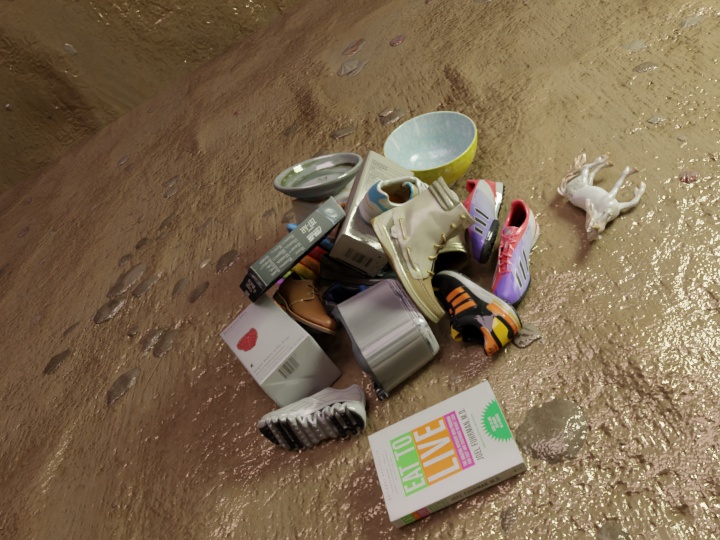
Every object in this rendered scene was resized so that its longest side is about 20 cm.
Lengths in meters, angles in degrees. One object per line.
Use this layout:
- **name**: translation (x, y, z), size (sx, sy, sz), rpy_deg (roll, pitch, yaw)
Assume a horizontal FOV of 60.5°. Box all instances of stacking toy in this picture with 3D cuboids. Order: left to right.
- **stacking toy**: translation (-0.138, 0.015, 1.293), size (0.108, 0.116, 0.203), rpy_deg (24, 79, 6)

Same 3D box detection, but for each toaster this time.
- **toaster**: translation (0.044, 0.107, 1.030), size (0.128, 0.114, 0.201), rpy_deg (-33, 38, 0)

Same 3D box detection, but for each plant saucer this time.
- **plant saucer**: translation (-0.085, -0.191, 1.308), size (0.195, 0.051, 0.201), rpy_deg (-12, 25, 6)

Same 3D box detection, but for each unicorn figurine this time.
- **unicorn figurine**: translation (0.402, -0.123, 1.035), size (0.137, 0.074, 0.200), rpy_deg (-44, 22, 5)

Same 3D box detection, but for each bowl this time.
- **bowl**: translation (0.154, -0.231, 1.294), size (0.195, 0.109, 0.203), rpy_deg (-12, 44, 12)

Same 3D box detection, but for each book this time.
- **book**: translation (0.119, 0.259, 0.872), size (0.197, 0.048, 0.135), rpy_deg (-28, 42, 8)

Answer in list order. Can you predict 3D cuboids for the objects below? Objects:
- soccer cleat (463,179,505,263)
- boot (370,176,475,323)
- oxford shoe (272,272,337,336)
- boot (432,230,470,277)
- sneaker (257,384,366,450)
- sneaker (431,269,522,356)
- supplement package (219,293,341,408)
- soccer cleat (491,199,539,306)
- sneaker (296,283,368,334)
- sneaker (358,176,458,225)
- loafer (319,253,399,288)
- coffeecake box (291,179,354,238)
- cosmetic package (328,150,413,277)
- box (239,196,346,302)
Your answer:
- **soccer cleat**: translation (0.214, -0.092, 1.114), size (0.071, 0.069, 0.202), rpy_deg (14, 48, 7)
- **boot**: translation (0.124, -0.034, 1.005), size (0.153, 0.072, 0.203), rpy_deg (-31, 79, 7)
- **oxford shoe**: translation (-0.095, 0.057, 1.121), size (0.199, 0.071, 0.072), rpy_deg (35, 96, 49)
- **boot**: translation (0.110, -0.038, 1.162), size (0.196, 0.074, 0.157), rpy_deg (-16, 37, 15)
- **sneaker**: translation (-0.077, 0.241, 1.028), size (0.196, 0.076, 0.082), rpy_deg (-14, 32, 18)
- **sneaker**: translation (0.165, 0.068, 1.009), size (0.090, 0.071, 0.199), rpy_deg (-43, 39, -14)
- **supplement package**: translation (-0.150, 0.152, 1.129), size (0.121, 0.120, 0.199), rpy_deg (-45, 37, -10)
- **soccer cleat**: translation (0.255, -0.029, 1.039), size (0.067, 0.074, 0.203), rpy_deg (-3, 48, 35)
- **sneaker**: translation (-0.050, 0.062, 1.175), size (0.196, 0.086, 0.078), rpy_deg (-12, 43, 30)
- **sneaker**: translation (0.098, -0.121, 1.090), size (0.081, 0.196, 0.078), rpy_deg (-50, 52, 54)
- **loafer**: translation (0.000, 0.000, 1.192), size (0.196, 0.065, 0.071), rpy_deg (1, 13, 32)
- **coffeecake box**: translation (-0.025, -0.150, 1.335), size (0.198, 0.075, 0.152), rpy_deg (-33, 32, -33)
- **cosmetic package**: translation (0.022, -0.106, 1.149), size (0.087, 0.102, 0.203), rpy_deg (-49, 18, 57)
- **box**: translation (-0.126, -0.035, 1.125), size (0.200, 0.044, 0.160), rpy_deg (-44, 3, -23)
